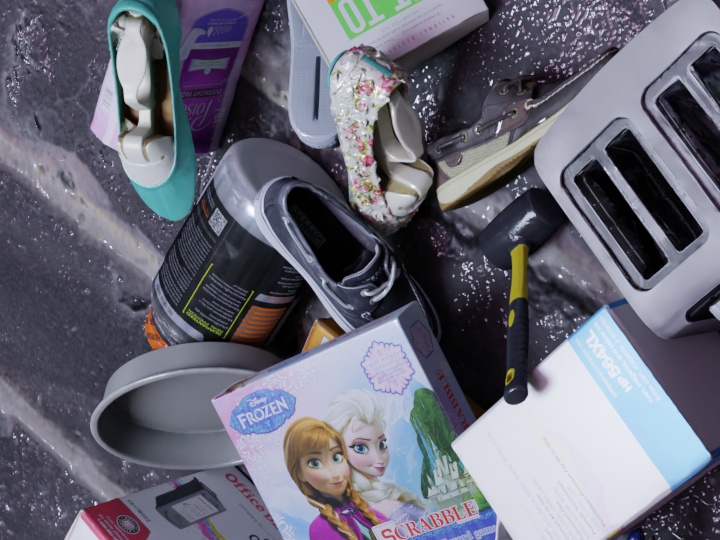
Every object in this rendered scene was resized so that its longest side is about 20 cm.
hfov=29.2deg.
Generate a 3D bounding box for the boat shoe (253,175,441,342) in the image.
[{"bbox_3d":[0.000,0.000,1.107,0.200,0.072,0.068,48,163,-18],"label":"boat shoe"}]

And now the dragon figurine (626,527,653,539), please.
[{"bbox_3d":[0.186,0.260,1.040,0.059,0.099,0.201,45,122,23],"label":"dragon figurine"}]

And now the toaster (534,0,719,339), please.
[{"bbox_3d":[0.236,-0.079,0.931,0.181,0.118,0.201,-44,71,33],"label":"toaster"}]

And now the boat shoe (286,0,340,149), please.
[{"bbox_3d":[-0.028,-0.199,1.151,0.071,0.062,0.203,7,85,6],"label":"boat shoe"}]

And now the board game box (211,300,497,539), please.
[{"bbox_3d":[0.005,0.152,1.096,0.198,0.041,0.202,-26,95,32],"label":"board game box"}]

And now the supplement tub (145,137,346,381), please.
[{"bbox_3d":[-0.106,-0.005,1.211,0.123,0.122,0.201,48,123,21],"label":"supplement tub"}]

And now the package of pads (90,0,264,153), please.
[{"bbox_3d":[-0.156,-0.201,1.220,0.075,0.120,0.202,35,117,28],"label":"package of pads"}]

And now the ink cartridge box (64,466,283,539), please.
[{"bbox_3d":[-0.152,0.267,1.245,0.147,0.199,0.086,40,119,25],"label":"ink cartridge box"}]

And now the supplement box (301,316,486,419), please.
[{"bbox_3d":[0.038,0.116,1.155,0.200,0.066,0.069,42,122,26],"label":"supplement box"}]

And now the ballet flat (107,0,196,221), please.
[{"bbox_3d":[-0.179,-0.132,1.142,0.066,0.070,0.203,4,109,19],"label":"ballet flat"}]

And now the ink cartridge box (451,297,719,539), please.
[{"bbox_3d":[0.174,0.124,1.007,0.200,0.128,0.126,-45,70,33],"label":"ink cartridge box"}]

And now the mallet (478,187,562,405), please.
[{"bbox_3d":[0.122,0.014,1.013,0.041,0.201,0.066,32,121,-19],"label":"mallet"}]

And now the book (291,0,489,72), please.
[{"bbox_3d":[-0.001,-0.254,1.104,0.132,0.048,0.202,-30,77,0],"label":"book"}]

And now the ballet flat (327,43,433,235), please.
[{"bbox_3d":[0.023,-0.088,1.074,0.063,0.076,0.201,24,154,30],"label":"ballet flat"}]

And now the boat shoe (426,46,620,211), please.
[{"bbox_3d":[0.120,-0.115,1.046,0.199,0.073,0.065,-35,81,37],"label":"boat shoe"}]

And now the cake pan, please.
[{"bbox_3d":[-0.140,0.120,1.227,0.199,0.199,0.037,-33,50,36],"label":"cake pan"}]
